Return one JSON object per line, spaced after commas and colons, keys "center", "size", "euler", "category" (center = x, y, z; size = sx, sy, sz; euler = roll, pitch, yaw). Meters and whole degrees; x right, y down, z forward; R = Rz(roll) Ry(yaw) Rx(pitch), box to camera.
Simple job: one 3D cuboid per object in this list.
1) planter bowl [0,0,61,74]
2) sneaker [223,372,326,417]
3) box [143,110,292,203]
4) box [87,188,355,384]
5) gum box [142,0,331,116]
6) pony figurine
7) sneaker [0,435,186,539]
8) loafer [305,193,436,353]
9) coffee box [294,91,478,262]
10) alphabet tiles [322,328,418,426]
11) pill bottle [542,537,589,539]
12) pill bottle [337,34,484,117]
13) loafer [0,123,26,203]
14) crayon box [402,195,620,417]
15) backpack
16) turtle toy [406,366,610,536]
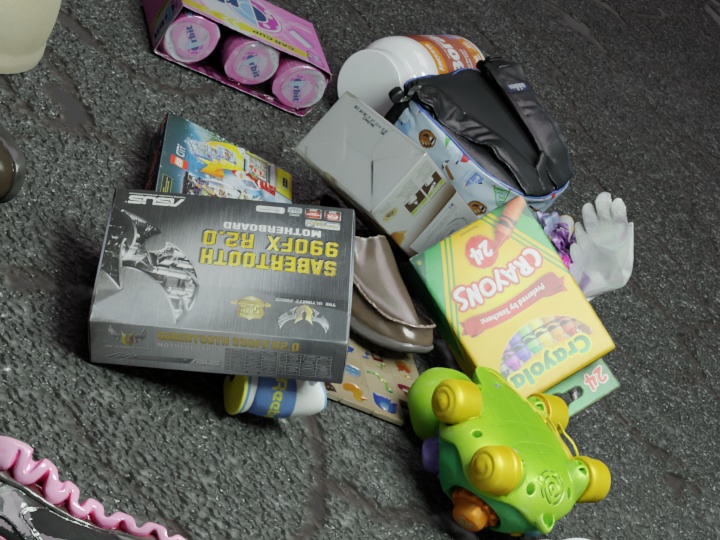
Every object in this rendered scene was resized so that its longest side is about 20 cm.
{"center": [-0.356, -0.296, 1.629], "size": [0.200, 0.135, 0.200], "euler": [29, 27, -16], "category": "planter bowl"}
{"center": [-0.065, 0.048, 1.453], "size": [0.082, 0.074, 0.200], "euler": [11, 43, -10], "category": "sneaker"}
{"center": [-0.130, -0.062, 1.611], "size": [0.136, 0.038, 0.200], "euler": [26, 25, -15], "category": "box"}
{"center": [-0.106, 0.010, 1.390], "size": [0.199, 0.048, 0.159], "euler": [5, 42, -2], "category": "box"}
{"center": [-0.130, -0.250, 1.909], "size": [0.199, 0.066, 0.114], "euler": [22, 28, -28], "category": "gum box"}
{"center": [0.194, 0.014, 1.749], "size": [0.166, 0.194, 0.200], "euler": [-9, 18, 7], "category": "pony figurine"}
{"center": [-0.181, 0.191, 1.111], "size": [0.200, 0.079, 0.096], "euler": [31, 48, -9], "category": "sneaker"}
{"center": [0.000, 0.000, 1.620], "size": [0.200, 0.071, 0.073], "euler": [43, 23, 26], "category": "loafer"}
{"center": [0.034, -0.074, 1.692], "size": [0.114, 0.080, 0.200], "euler": [41, -2, 31], "category": "coffee box"}
{"center": [-0.031, 0.063, 1.570], "size": [0.199, 0.008, 0.167], "euler": [23, 28, -26], "category": "alphabet tiles"}
{"center": [0.123, 0.262, 1.285], "size": [0.111, 0.112, 0.200], "euler": [44, 27, 17], "category": "pill bottle"}
{"center": [0.060, -0.215, 2.031], "size": [0.112, 0.112, 0.200], "euler": [44, 27, 18], "category": "pill bottle"}
{"center": [-0.353, -0.133, 1.423], "size": [0.200, 0.073, 0.071], "euler": [43, 24, 14], "category": "loafer"}
{"center": [0.144, 0.048, 1.621], "size": [0.200, 0.127, 0.051], "euler": [58, -13, 7], "category": "crayon box"}
{"center": [0.125, -0.119, 1.905], "size": [0.190, 0.154, 0.200], "euler": [43, 38, 20], "category": "backpack"}
{"center": [0.108, 0.150, 1.482], "size": [0.145, 0.101, 0.200], "euler": [12, 34, -39], "category": "turtle toy"}
